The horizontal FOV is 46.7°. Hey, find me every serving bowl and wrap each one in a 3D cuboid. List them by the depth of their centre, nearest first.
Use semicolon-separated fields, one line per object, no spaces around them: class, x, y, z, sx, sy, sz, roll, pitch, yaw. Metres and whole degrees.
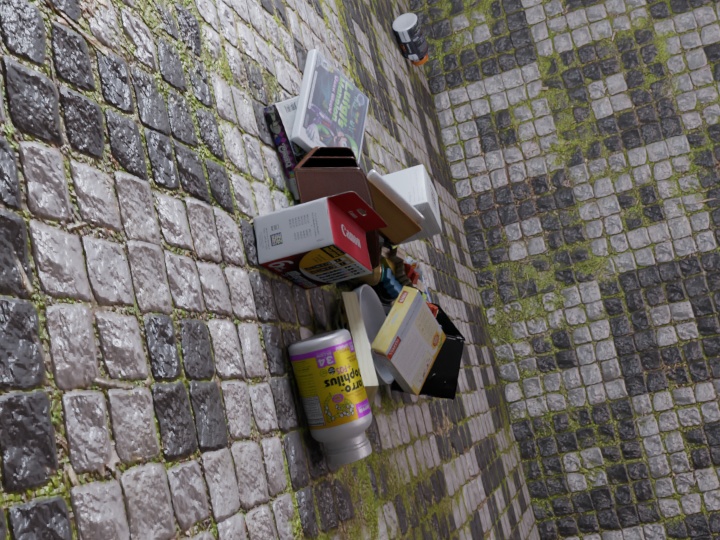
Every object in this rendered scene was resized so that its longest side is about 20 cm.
serving bowl;0.006;0.132;1.641;0.200;0.065;0.201;-15;90;-75

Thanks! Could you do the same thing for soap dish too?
soap dish;0.043;-0.120;1.657;0.157;0.081;0.200;43;0;-3

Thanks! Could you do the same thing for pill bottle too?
pill bottle;-0.042;0.201;1.325;0.104;0.104;0.201;-18;92;-75
pill bottle;0.206;-0.909;3.300;0.200;0.106;0.107;57;23;-48

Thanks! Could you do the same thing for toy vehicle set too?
toy vehicle set;-0.013;0.153;1.455;0.125;0.026;0.201;105;-22;-47

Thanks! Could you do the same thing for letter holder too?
letter holder;-0.023;-0.114;1.520;0.101;0.141;0.201;-56;143;-52

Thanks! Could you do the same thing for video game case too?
video game case;-0.088;-0.251;1.607;0.200;0.036;0.182;-36;111;-51
video game case;-0.054;-0.295;1.613;0.182;0.023;0.201;34;56;-46

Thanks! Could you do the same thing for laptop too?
laptop;0.122;0.161;1.814;0.187;0.116;0.200;15;27;-37

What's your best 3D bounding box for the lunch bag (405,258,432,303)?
lunch bag;0.128;0.066;2.045;0.160;0.075;0.201;-154;-137;-79

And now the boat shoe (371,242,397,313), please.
boat shoe;0.058;0.011;1.794;0.200;0.073;0.068;-84;180;-54

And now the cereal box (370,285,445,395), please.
cereal box;0.098;0.141;1.638;0.144;0.039;0.200;-60;145;-20

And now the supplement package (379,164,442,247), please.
supplement package;0.068;-0.134;1.865;0.117;0.199;0.117;57;23;-49

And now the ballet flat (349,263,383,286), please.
ballet flat;0.000;0.000;1.731;0.200;0.063;0.069;158;-65;-79

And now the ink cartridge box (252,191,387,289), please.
ink cartridge box;-0.055;-0.045;1.383;0.200;0.175;0.084;34;44;-67

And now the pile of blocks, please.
pile of blocks;0.098;0.035;1.721;0.201;0.062;0.082;56;44;-4
